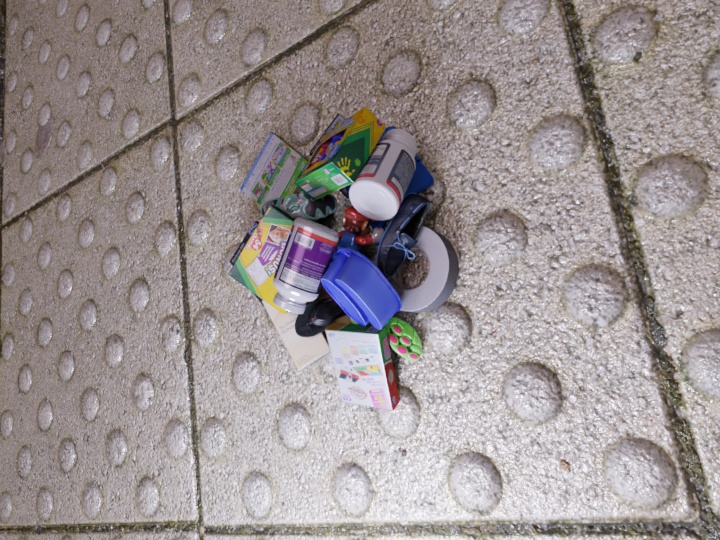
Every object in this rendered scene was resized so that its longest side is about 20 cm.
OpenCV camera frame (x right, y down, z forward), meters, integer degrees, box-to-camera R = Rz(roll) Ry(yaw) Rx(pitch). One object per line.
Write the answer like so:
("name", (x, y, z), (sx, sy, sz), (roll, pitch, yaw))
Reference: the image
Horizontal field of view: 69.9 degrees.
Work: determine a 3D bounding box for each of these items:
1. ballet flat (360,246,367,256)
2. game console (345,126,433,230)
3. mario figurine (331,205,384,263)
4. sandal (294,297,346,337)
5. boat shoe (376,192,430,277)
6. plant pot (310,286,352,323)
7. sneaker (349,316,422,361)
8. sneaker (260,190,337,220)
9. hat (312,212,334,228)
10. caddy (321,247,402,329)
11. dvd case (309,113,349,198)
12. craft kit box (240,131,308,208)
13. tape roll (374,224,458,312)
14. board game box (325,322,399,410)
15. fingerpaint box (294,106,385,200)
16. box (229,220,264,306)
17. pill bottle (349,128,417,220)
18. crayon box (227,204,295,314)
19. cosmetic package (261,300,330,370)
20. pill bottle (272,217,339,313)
("ballet flat", (0.000, 0.000, 1.301), (0.063, 0.067, 0.203), (-23, 63, 9))
("game console", (0.062, -0.232, 1.316), (0.202, 0.117, 0.171), (58, 143, 19))
("mario figurine", (-0.010, -0.067, 1.263), (0.121, 0.106, 0.203), (23, 89, -2))
("sandal", (-0.076, 0.095, 1.270), (0.198, 0.048, 0.076), (-28, 77, -12))
("boat shoe", (0.095, -0.078, 1.166), (0.068, 0.083, 0.204), (25, 99, 44))
("plant pot", (-0.081, 0.089, 1.369), (0.197, 0.027, 0.205), (-5, 81, 33))
("sneaker", (0.065, 0.150, 1.245), (0.198, 0.084, 0.077), (33, 72, 17))
("sneaker", (-0.155, -0.166, 1.354), (0.195, 0.140, 0.080), (-4, 93, 1))
("hat", (-0.126, -0.093, 1.379), (0.198, 0.081, 0.203), (-25, 37, 20))
("caddy", (0.008, 0.037, 1.155), (0.105, 0.201, 0.140), (-51, 26, -23))
("dvd case", (-0.047, -0.315, 1.409), (0.143, 0.017, 0.201), (-48, 62, 18))
("craft kit box", (-0.244, -0.272, 1.517), (0.197, 0.048, 0.202), (43, 106, 32))
("tape roll", (0.130, -0.003, 1.222), (0.197, 0.066, 0.205), (-5, 81, 31))
("board game box", (0.005, 0.228, 1.232), (0.151, 0.040, 0.204), (1, 112, 33))
("fingerpaint box", (-0.053, -0.269, 1.205), (0.199, 0.073, 0.169), (-8, 49, 59))
("box", (-0.248, -0.015, 1.445), (0.200, 0.106, 0.149), (45, 108, 30))
("pill bottle", (0.061, -0.226, 1.184), (0.118, 0.120, 0.202), (1, 50, 32))
("crayon box", (-0.198, -0.027, 1.261), (0.171, 0.058, 0.202), (34, 96, 4))
("cosmetic package", (-0.158, 0.142, 1.321), (0.103, 0.073, 0.202), (-32, 79, 1))
("pill bottle", (-0.130, -0.010, 1.172), (0.111, 0.112, 0.203), (25, 96, 32))
